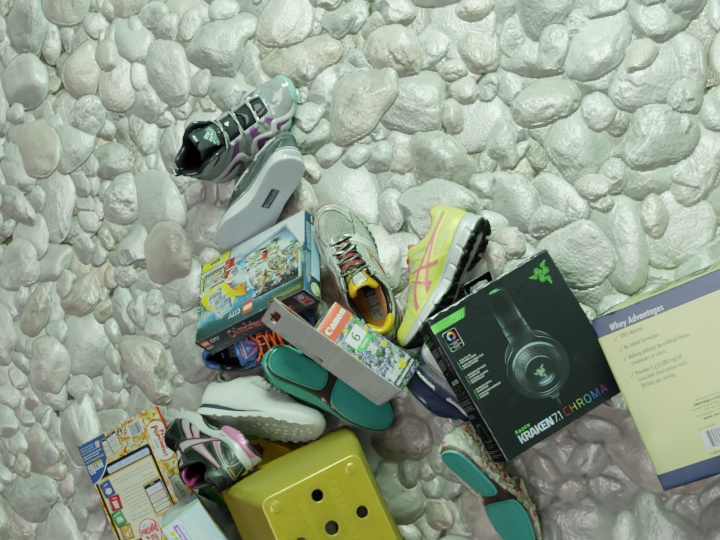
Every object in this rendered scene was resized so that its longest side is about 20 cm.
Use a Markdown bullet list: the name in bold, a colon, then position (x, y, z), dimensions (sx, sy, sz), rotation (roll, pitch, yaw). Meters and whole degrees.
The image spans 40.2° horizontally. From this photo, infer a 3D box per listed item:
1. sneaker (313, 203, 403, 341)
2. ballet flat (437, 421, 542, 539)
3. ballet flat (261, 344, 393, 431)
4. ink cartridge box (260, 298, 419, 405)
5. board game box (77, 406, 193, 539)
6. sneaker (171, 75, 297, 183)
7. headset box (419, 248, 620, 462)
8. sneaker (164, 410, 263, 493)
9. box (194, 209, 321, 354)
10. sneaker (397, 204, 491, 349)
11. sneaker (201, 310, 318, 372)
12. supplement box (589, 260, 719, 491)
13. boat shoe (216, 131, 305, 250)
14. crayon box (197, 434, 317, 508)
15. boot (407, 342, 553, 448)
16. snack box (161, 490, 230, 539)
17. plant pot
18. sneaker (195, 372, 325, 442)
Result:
- **sneaker**: position (0.000, 0.000, 1.296), dimensions (0.077, 0.082, 0.202), rotation (-29, 84, 0)
- **ballet flat**: position (0.175, 0.271, 1.245), dimensions (0.075, 0.064, 0.201), rotation (-20, 113, 41)
- **ballet flat**: position (-0.045, 0.160, 1.348), dimensions (0.198, 0.070, 0.068), rotation (28, 75, -7)
- **ink cartridge box**: position (-0.029, 0.092, 1.276), dimensions (0.199, 0.051, 0.109), rotation (36, 157, -3)
- **board game box**: position (-0.343, 0.336, 1.537), dimensions (0.150, 0.046, 0.202), rotation (-27, 83, 27)
- **sneaker**: position (-0.181, -0.189, 1.343), dimensions (0.200, 0.139, 0.078), rotation (-45, 75, 24)
- **headset box**: position (0.187, 0.097, 1.171), dimensions (0.173, 0.093, 0.202), rotation (-28, 81, -8)
- **sneaker**: position (-0.225, 0.253, 1.353), dimensions (0.199, 0.086, 0.081), rotation (-3, 126, 54)
- **box**: position (-0.143, 0.017, 1.364), dimensions (0.198, 0.038, 0.138), rotation (-26, 47, 27)
- **sneaker**: position (0.091, 0.006, 1.270), dimensions (0.090, 0.078, 0.202), rotation (32, 104, 29)
- **sneaker**: position (-0.141, 0.110, 1.391), dimensions (0.198, 0.078, 0.076), rotation (-21, 87, 27)
- **supplement box**: position (0.394, 0.102, 1.084), dimensions (0.198, 0.134, 0.202), rotation (-26, 84, 26)
- **boat shoe**: position (-0.145, -0.111, 1.379), dimensions (0.201, 0.071, 0.068), rotation (-52, 38, 36)
- **crayon box**: position (-0.135, 0.297, 1.424), dimensions (0.198, 0.051, 0.129), rotation (17, 103, 24)
- **boot**: position (0.150, 0.171, 1.264), dimensions (0.200, 0.073, 0.091), rotation (41, 134, 14)
- **snack box**: position (-0.209, 0.402, 1.380), dimensions (0.067, 0.200, 0.170), rotation (-35, 89, -15)
- **plant pot**: position (-0.049, 0.327, 1.264), dimensions (0.198, 0.176, 0.202), rotation (-24, 83, -13)
- **sneaker**: position (-0.136, 0.187, 1.378), dimensions (0.197, 0.081, 0.077), rotation (6, 143, 22)
